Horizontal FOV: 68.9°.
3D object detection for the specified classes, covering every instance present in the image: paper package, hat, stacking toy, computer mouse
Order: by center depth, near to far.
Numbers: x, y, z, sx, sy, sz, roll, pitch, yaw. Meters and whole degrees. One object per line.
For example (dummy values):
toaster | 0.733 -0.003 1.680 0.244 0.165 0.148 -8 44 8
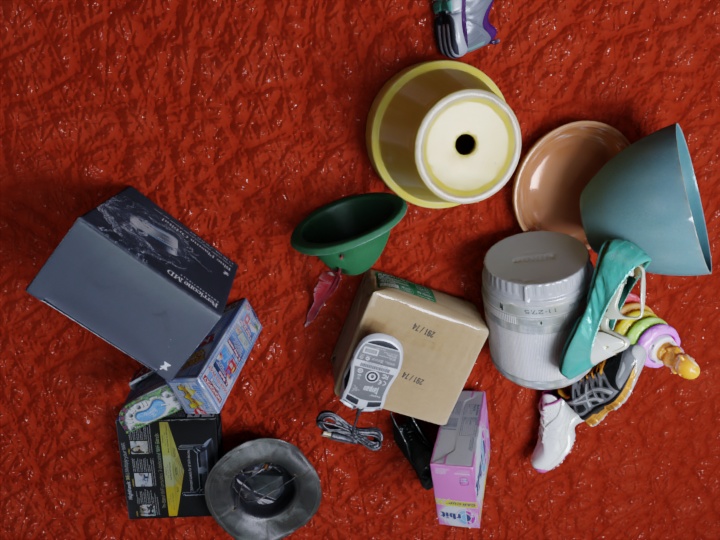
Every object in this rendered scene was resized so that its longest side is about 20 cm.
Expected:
hat | 0.000 0.000 0.763 0.165 0.200 0.177 -32 119 -22
computer mouse | 0.009 0.170 0.765 0.109 0.044 0.201 17 112 -7
stacking toy | 0.441 0.108 0.810 0.110 0.200 0.116 -39 111 1
paper package | 0.073 0.121 0.830 0.198 0.104 0.192 18 106 -11
hat | -0.167 0.360 0.897 0.199 0.081 0.202 -3 104 -14

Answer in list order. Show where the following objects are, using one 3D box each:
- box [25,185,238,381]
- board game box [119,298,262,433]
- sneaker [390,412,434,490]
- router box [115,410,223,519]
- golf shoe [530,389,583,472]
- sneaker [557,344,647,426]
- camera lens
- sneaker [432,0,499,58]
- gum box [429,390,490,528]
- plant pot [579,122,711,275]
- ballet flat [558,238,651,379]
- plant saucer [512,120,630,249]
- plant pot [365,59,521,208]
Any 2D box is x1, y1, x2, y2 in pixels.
box | -0.282 0.008 0.699 0.196 0.200 0.118 38 101 -18
board game box | -0.247 0.142 0.750 0.199 0.200 0.062 -24 111 2
sneaker | 0.102 0.311 0.918 0.060 0.104 0.200 -32 147 -6
router box | -0.313 0.320 0.883 0.156 0.052 0.202 1 109 -6
golf shoe | 0.345 0.262 0.933 0.091 0.075 0.201 27 98 -4
sneaker | 0.368 0.171 0.809 0.077 0.078 0.201 36 144 21
camera lens | 0.268 0.063 0.788 0.159 0.160 0.201 -16 120 -1
sneaker | 0.136 -0.390 0.685 0.087 0.074 0.201 -19 120 -14
gum box | 0.169 0.294 0.856 0.066 0.200 0.114 -3 112 20
plant pot | 0.387 -0.083 0.727 0.134 0.200 0.201 -12 116 37
ballet flat | 0.317 0.061 0.672 0.067 0.070 0.202 1 108 -43
plant saucer | 0.326 -0.127 0.806 0.198 0.037 0.202 -2 109 -7
plant pot | 0.115 -0.172 0.687 0.199 0.189 0.203 -2 109 -6
